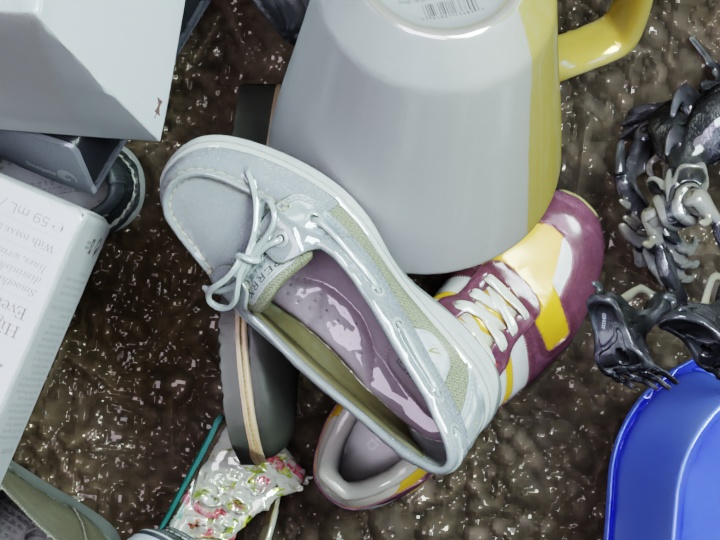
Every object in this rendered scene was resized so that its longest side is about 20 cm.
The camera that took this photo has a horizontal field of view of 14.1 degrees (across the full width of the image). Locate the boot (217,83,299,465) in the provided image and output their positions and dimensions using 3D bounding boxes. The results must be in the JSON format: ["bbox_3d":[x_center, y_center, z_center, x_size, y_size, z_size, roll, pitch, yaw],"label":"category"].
[{"bbox_3d":[0.000,0.000,1.477,0.138,0.077,0.201,2,74,2],"label":"boot"}]

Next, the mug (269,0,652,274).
[{"bbox_3d":[0.042,-0.114,1.422,0.149,0.153,0.187,28,60,13],"label":"mug"}]

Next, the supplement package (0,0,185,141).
[{"bbox_3d":[-0.204,-0.164,1.389,0.199,0.191,0.148,5,76,14],"label":"supplement package"}]

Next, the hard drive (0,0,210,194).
[{"bbox_3d":[-0.192,-0.138,1.504,0.200,0.042,0.135,29,83,19],"label":"hard drive"}]

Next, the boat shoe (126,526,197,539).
[{"bbox_3d":[-0.042,0.172,1.474,0.200,0.072,0.071,40,73,-36],"label":"boat shoe"}]

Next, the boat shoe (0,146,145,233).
[{"bbox_3d":[-0.215,-0.037,1.526,0.199,0.060,0.076,-13,88,6],"label":"boat shoe"}]

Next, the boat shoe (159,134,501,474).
[{"bbox_3d":[-0.019,0.016,1.396,0.202,0.065,0.074,45,119,-4],"label":"boat shoe"}]

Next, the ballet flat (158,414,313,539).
[{"bbox_3d":[-0.092,0.168,1.508,0.064,0.076,0.200,30,96,-2],"label":"ballet flat"}]

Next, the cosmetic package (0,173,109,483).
[{"bbox_3d":[-0.213,0.046,1.455,0.101,0.074,0.201,22,88,7],"label":"cosmetic package"}]

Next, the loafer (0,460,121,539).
[{"bbox_3d":[-0.218,0.118,1.522,0.199,0.070,0.075,24,93,6],"label":"loafer"}]

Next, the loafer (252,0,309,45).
[{"bbox_3d":[-0.087,-0.193,1.510,0.070,0.068,0.201,-39,81,13],"label":"loafer"}]

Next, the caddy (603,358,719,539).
[{"bbox_3d":[0.195,0.140,1.459,0.141,0.105,0.201,5,90,-16],"label":"caddy"}]

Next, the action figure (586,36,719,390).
[{"bbox_3d":[0.177,-0.027,1.459,0.119,0.102,0.200,-11,45,37],"label":"action figure"}]

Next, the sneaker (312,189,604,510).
[{"bbox_3d":[0.053,0.044,1.480,0.075,0.090,0.200,38,95,5],"label":"sneaker"}]
